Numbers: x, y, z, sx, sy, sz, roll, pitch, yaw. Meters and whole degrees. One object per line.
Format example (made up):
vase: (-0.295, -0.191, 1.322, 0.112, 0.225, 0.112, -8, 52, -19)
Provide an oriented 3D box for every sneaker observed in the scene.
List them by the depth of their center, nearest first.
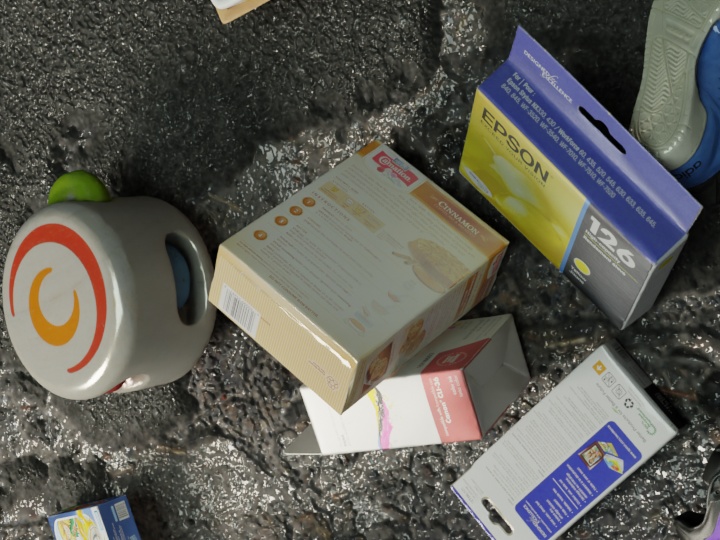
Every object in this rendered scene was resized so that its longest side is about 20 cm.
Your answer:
sneaker: (0.273, -0.149, 1.290, 0.076, 0.111, 0.201, -3, 63, 44)
sneaker: (0.320, 0.167, 1.315, 0.100, 0.069, 0.200, 50, 118, 16)

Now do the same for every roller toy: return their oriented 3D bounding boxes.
roller toy: (-0.230, 0.025, 1.570, 0.182, 0.139, 0.201, 41, 119, 30)

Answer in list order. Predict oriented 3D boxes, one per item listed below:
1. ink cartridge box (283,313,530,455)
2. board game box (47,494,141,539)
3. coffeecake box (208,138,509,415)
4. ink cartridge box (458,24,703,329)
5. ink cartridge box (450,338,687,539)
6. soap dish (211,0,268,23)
ink cartridge box: (0.030, 0.099, 1.439, 0.199, 0.116, 0.068, -10, 107, 31)
board game box: (-0.239, 0.326, 1.660, 0.135, 0.034, 0.201, -22, 87, 57)
coffeecake box: (0.000, 0.000, 1.391, 0.153, 0.200, 0.073, 39, 141, 19)
ink cartridge box: (0.164, -0.065, 1.309, 0.047, 0.200, 0.198, -39, 74, -14)
ink cartridge box: (0.173, 0.156, 1.419, 0.095, 0.037, 0.200, 50, 116, 12)
soap dish: (-0.086, -0.337, 1.455, 0.157, 0.081, 0.201, -23, 87, 31)
